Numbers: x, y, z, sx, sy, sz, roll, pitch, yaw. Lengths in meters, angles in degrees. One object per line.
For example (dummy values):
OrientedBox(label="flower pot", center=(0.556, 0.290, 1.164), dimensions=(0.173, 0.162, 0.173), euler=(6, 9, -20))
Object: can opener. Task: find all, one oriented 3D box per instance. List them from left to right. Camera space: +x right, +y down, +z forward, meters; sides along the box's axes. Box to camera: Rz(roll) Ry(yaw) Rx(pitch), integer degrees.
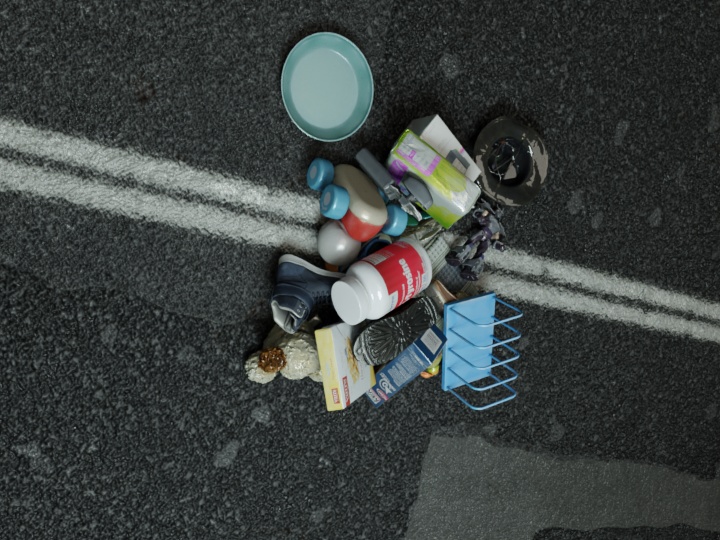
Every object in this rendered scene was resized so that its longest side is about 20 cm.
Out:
OrientedBox(label="can opener", center=(0.068, -0.177, 1.115), dimensions=(0.066, 0.201, 0.053), euler=(-39, 151, 2))

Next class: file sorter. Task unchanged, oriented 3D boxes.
OrientedBox(label="file sorter", center=(0.265, 0.175, 1.234), dimensions=(0.134, 0.122, 0.208), euler=(-11, 112, -26))

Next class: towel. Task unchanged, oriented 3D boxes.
OrientedBox(label="towel", center=(0.164, 0.054, 1.317), dimensions=(0.200, 0.034, 0.194), euler=(-45, 115, -11))

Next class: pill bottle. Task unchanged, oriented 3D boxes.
OrientedBox(label="pill bottle", center=(0.041, 0.023, 1.104), dimensions=(0.197, 0.110, 0.116), euler=(-28, 110, -37))

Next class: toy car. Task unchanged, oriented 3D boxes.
OrientedBox(label="toy car", center=(-0.039, -0.091, 1.162), dimensions=(0.180, 0.179, 0.203), euler=(12, 124, -35))

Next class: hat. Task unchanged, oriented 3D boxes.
OrientedBox(label="hat", center=(0.326, -0.242, 1.299), dimensions=(0.193, 0.081, 0.210), euler=(-1, 93, -17))

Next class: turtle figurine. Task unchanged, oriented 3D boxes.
OrientedBox(label="turtle figurine", center=(0.142, 0.180, 1.280), dimensions=(0.193, 0.065, 0.166), euler=(-19, 115, 6))

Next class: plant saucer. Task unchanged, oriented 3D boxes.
OrientedBox(label="plant saucer", center=(-0.068, -0.365, 1.142), dimensions=(0.193, 0.036, 0.209), euler=(-4, 100, -20))

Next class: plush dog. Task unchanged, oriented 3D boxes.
OrientedBox(label="plush dog", center=(-0.126, 0.158, 1.139), dimensions=(0.193, 0.171, 0.167), euler=(3, 99, -20))

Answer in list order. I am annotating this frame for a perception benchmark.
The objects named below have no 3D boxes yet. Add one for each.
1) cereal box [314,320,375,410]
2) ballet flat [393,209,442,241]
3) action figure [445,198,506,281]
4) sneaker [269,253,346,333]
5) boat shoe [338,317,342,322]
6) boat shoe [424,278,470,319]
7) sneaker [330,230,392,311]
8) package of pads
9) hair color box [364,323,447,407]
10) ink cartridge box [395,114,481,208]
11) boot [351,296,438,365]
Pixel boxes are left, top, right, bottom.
OrientedBox(label="cereal box", center=(-0.025, 0.173, 1.109), dimensions=(0.038, 0.199, 0.150), euler=(-10, 90, 18))
OrientedBox(label="ballet flat", center=(0.123, -0.097, 1.256), dimensions=(0.193, 0.068, 0.078), euler=(-13, 125, -20))
OrientedBox(label="action figure", center=(0.281, -0.073, 1.305), dimensions=(0.130, 0.069, 0.202), euler=(44, 68, -17))
OrientedBox(label="sneaker", center=(-0.083, 0.066, 1.119), dimensions=(0.196, 0.149, 0.078), euler=(19, 136, -9))
OrientedBox(label="boat shoe", center=(-0.027, 0.195, 1.242), dimensions=(0.059, 0.075, 0.209), euler=(6, 89, -10))
OrientedBox(label="boat shoe", center=(0.213, 0.079, 1.290), dimensions=(0.072, 0.075, 0.201), euler=(-49, 125, -12))
OrientedBox(label="sneaker", center=(0.000, 0.000, 1.210), dimensions=(0.073, 0.082, 0.204), euler=(33, 88, -24))
OrientedBox(label="package of pads", center=(0.139, -0.183, 1.159), dimensions=(0.198, 0.155, 0.069), euler=(38, 80, -1))
OrientedBox(label="hair color box", center=(0.090, 0.199, 1.209), dimensions=(0.061, 0.200, 0.100), euler=(45, 38, 3))
OrientedBox(label="ink cartridge box", center=(0.178, -0.230, 1.219), dimensions=(0.068, 0.117, 0.200), euler=(-47, 112, -9))
OrientedBox(label="boot", center=(0.048, 0.117, 1.163), dimensions=(0.206, 0.157, 0.082), euler=(-25, 101, -23))
